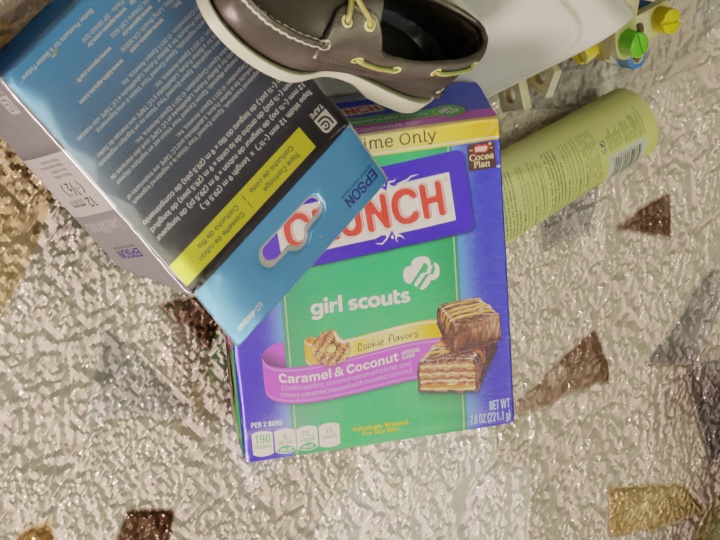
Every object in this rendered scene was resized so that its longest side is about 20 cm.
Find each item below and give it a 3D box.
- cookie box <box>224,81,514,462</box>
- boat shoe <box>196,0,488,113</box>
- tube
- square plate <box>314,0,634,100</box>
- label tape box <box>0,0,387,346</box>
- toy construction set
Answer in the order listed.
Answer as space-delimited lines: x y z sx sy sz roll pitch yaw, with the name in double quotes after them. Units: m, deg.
0.000 0.000 1.639 0.171 0.075 0.200 -8 112 -9 "cookie box"
-0.009 -0.140 1.515 0.201 0.061 0.072 12 55 -50 "boat shoe"
0.114 -0.062 1.824 0.200 0.052 0.058 -31 83 -33 "tube"
0.035 -0.147 1.615 0.198 0.200 0.028 40 30 -49 "square plate"
-0.099 -0.076 1.513 0.200 0.066 0.143 50 65 -19 "label tape box"
0.127 -0.174 1.771 0.200 0.092 0.131 -27 123 -52 "toy construction set"
